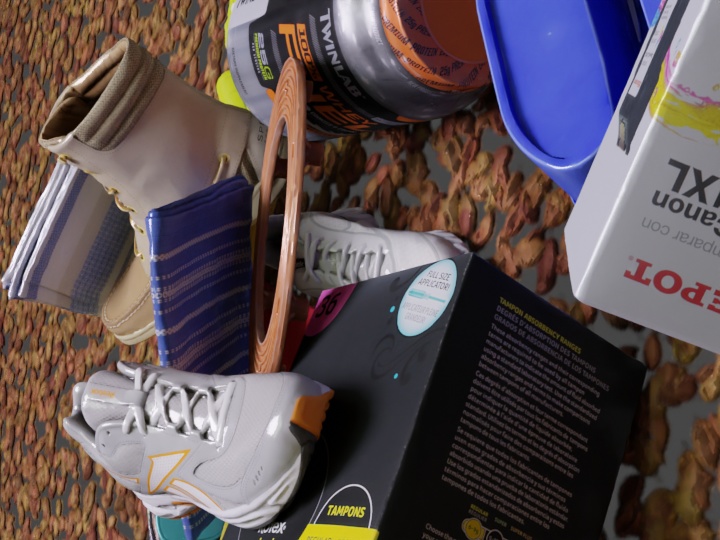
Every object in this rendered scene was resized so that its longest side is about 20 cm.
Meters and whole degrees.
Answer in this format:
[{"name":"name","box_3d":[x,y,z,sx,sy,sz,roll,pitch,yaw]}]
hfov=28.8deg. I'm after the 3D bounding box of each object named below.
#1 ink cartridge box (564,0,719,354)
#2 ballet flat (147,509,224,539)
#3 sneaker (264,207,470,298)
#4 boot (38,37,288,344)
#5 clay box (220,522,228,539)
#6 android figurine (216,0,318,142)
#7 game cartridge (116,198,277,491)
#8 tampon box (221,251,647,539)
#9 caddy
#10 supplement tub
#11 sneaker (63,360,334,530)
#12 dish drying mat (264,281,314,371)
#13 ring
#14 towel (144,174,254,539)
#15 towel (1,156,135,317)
[{"name":"ink cartridge box","box_3d":[0.179,-0.063,0.519,0.083,0.144,0.202,-75,5,-69]},{"name":"ballet flat","box_3d":[-0.128,0.223,1.078,0.071,0.068,0.202,110,153,-58]},{"name":"sneaker","box_3d":[0.000,0.000,0.890,0.199,0.080,0.076,17,96,58]},{"name":"boot","box_3d":[-0.157,-0.050,0.952,0.200,0.155,0.073,-47,37,22]},{"name":"clay box","box_3d":[-0.065,0.237,0.876,0.115,0.047,0.202,-83,-9,-72]},{"name":"android figurine","box_3d":[-0.060,-0.188,1.076,0.183,0.041,0.201,-56,41,37]},{"name":"game cartridge","box_3d":[-0.120,0.042,1.051,0.177,0.032,0.201,-54,18,44]},{"name":"tampon box","box_3d":[0.028,0.115,0.708,0.149,0.126,0.202,-15,49,57]},{"name":"caddy","box_3d":[0.139,-0.107,0.658,0.141,0.105,0.202,-29,52,29]},{"name":"supplement tub","box_3d":[0.009,-0.149,0.867,0.199,0.121,0.124,-3,81,59]},{"name":"sneaker","box_3d":[-0.093,0.081,0.716,0.199,0.092,0.076,-22,41,53]},{"name":"dish drying mat","box_3d":[-0.055,0.059,1.027,0.200,0.018,0.078,26,102,59]},{"name":"ring","box_3d":[-0.044,-0.023,0.820,0.200,0.019,0.203,-174,90,-81]},{"name":"towel","box_3d":[-0.089,0.048,0.879,0.024,0.145,0.203,-3,101,16]},{"name":"towel","box_3d":[-0.175,-0.033,1.050,0.024,0.200,0.148,26,92,26]}]
